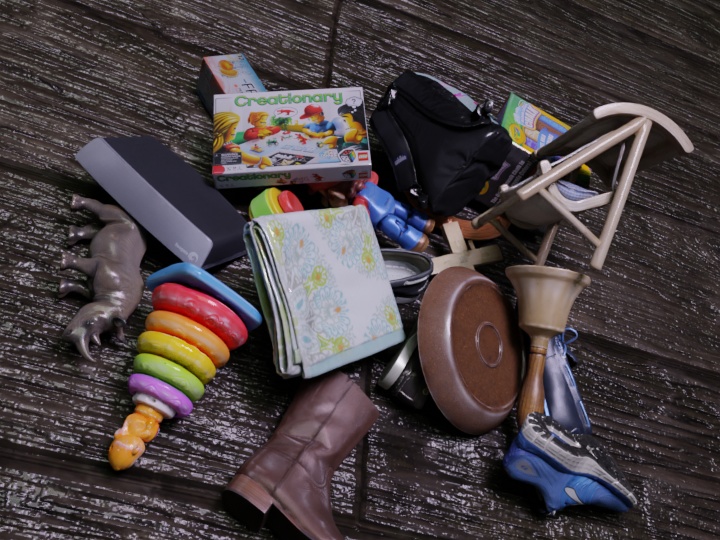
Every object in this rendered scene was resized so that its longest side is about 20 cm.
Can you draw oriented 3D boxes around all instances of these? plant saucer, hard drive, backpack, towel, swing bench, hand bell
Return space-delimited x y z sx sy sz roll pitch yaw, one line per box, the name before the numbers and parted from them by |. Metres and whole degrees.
plant saucer | 0.144 0.091 0.846 0.198 0.034 0.204 17 67 -44
hard drive | -0.223 -0.087 0.835 0.199 0.043 0.135 42 21 8
backpack | 0.104 -0.186 1.003 0.201 0.167 0.126 51 11 35
towel | -0.034 0.017 0.781 0.198 0.048 0.175 -11 86 -51
swing bench | 0.269 -0.106 0.892 0.129 0.199 0.201 41 81 -2
hand bell | 0.212 0.104 0.843 0.102 0.104 0.204 12 80 -17

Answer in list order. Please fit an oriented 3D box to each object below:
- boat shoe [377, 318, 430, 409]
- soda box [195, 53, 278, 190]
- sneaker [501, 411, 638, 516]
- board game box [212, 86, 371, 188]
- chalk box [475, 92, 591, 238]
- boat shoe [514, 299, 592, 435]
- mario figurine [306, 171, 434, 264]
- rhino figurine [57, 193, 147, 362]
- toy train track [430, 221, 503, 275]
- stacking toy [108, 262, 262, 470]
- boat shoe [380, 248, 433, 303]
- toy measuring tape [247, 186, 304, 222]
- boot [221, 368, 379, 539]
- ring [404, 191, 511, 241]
boat shoe | 0.094 0.082 0.871 0.060 0.072 0.202 37 55 1
soda box | -0.156 -0.210 0.985 0.068 0.064 0.202 -16 63 -34
sneaker | 0.239 0.238 0.821 0.198 0.090 0.079 31 21 -24
board game box | -0.088 -0.170 0.900 0.196 0.035 0.128 -4 62 -4
chalk box | 0.237 -0.170 1.078 0.198 0.125 0.125 30 47 -4
boat shoe | 0.246 0.125 0.910 0.067 0.084 0.204 -4 68 -5
mario figurine | 0.000 -0.088 0.974 0.199 0.107 0.124 36 10 -10
rhino figurine | -0.275 0.007 0.754 0.086 0.060 0.203 7 51 -19
toy train track | 0.149 0.030 0.961 0.112 0.033 0.203 -11 67 -12
stacking toy | -0.191 0.104 0.703 0.109 0.115 0.202 40 58 -30
boat shoe | 0.000 0.000 0.895 0.197 0.061 0.077 -3 55 -28
toy measuring tape | -0.103 -0.043 0.857 0.072 0.074 0.202 11 37 -17
boot | -0.018 0.205 0.728 0.185 0.065 0.200 37 43 4
ring | 0.147 -0.123 1.094 0.197 0.019 0.203 13 50 -15
